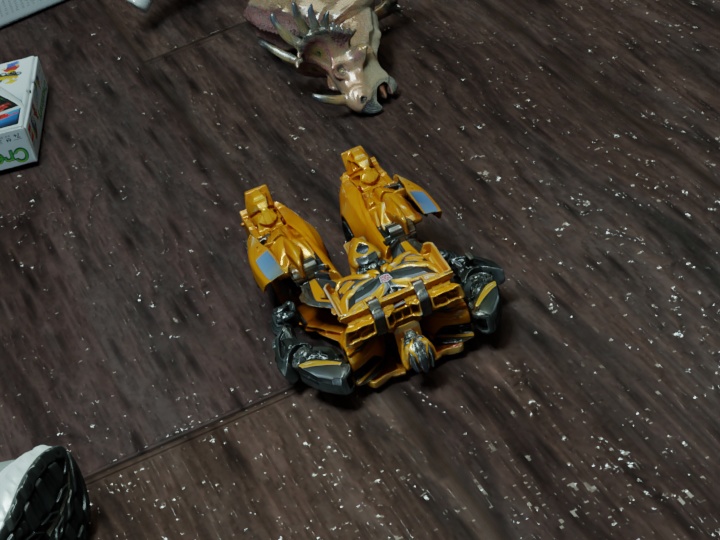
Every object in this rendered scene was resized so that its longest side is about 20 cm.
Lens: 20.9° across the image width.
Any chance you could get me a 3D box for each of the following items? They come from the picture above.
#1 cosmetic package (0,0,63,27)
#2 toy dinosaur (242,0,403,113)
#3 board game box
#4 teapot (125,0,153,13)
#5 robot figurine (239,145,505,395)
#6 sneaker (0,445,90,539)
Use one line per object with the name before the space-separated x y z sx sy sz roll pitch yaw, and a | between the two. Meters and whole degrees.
cosmetic package | -0.304 -0.278 1.698 0.199 0.102 0.071 -26 32 -17
toy dinosaur | -0.040 -0.188 1.464 0.199 0.086 0.135 14 49 47
board game box | -0.343 -0.102 1.504 0.198 0.035 0.127 -14 31 4
teapot | -0.146 -0.328 1.662 0.146 0.198 0.199 -41 -17 32
robot figurine | 0.000 0.000 1.170 0.144 0.059 0.200 -23 32 -10
sneaker | -0.214 0.167 1.007 0.079 0.074 0.200 -9 25 28
